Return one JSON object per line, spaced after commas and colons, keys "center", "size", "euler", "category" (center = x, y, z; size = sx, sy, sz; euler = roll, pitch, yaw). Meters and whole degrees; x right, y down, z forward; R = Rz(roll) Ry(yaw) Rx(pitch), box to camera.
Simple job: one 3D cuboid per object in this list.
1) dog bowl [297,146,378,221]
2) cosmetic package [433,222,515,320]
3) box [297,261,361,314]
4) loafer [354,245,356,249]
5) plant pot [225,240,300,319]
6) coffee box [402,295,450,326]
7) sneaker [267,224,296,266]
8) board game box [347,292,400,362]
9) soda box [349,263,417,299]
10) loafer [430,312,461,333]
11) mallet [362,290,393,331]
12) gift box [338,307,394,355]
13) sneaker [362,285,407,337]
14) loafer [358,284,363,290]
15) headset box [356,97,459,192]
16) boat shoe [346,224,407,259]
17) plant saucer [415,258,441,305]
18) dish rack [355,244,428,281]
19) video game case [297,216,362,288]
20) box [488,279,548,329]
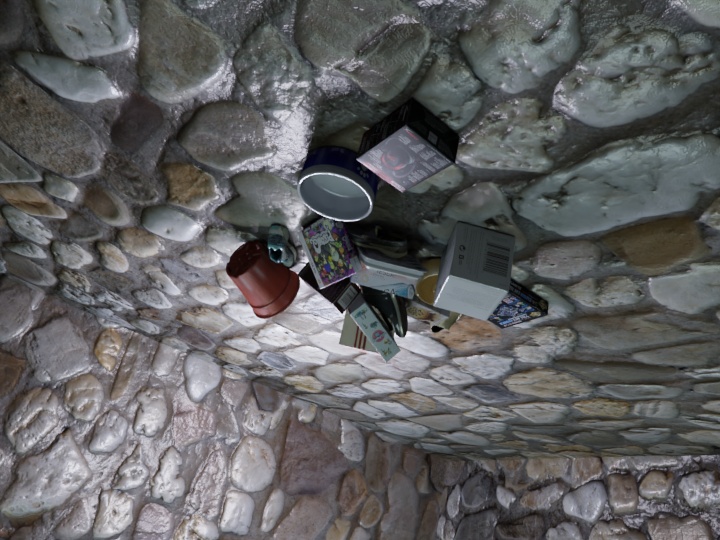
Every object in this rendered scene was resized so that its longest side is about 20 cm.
{"center": [-0.055, -0.212, 1.454], "size": [0.194, 0.081, 0.201], "euler": [12, 153, 6], "category": "dog bowl"}
{"center": [0.304, 0.006, 1.582], "size": [0.161, 0.168, 0.201], "euler": [15, 152, 1], "category": "cosmetic package"}
{"center": [-0.099, 0.037, 1.831], "size": [0.199, 0.101, 0.075], "euler": [34, 170, 42], "category": "box"}
{"center": [-0.091, -0.064, 1.761], "size": [0.196, 0.074, 0.072], "euler": [-9, 146, 40], "category": "loafer"}
{"center": [-0.331, 0.020, 1.936], "size": [0.196, 0.204, 0.196], "euler": [-4, 140, 33], "category": "plant pot"}
{"center": [0.187, 0.100, 1.915], "size": [0.196, 0.082, 0.113], "euler": [24, 152, -16], "category": "coffee box"}
{"center": [-0.258, -0.057, 1.847], "size": [0.075, 0.088, 0.201], "euler": [9, 152, 13], "category": "sneaker"}
{"center": [0.036, 0.170, 1.840], "size": [0.201, 0.064, 0.148], "euler": [52, -176, -18], "category": "board game box"}
{"center": [0.066, 0.022, 1.717], "size": [0.195, 0.070, 0.064], "euler": [16, -173, -7], "category": "soda box"}
{"center": [0.295, 0.163, 1.993], "size": [0.074, 0.069, 0.201], "euler": [18, 153, -7], "category": "loafer"}
{"center": [0.055, 0.113, 1.925], "size": [0.040, 0.203, 0.066], "euler": [-27, 163, -6], "category": "mallet"}
{"center": [0.037, 0.190, 2.042], "size": [0.179, 0.192, 0.200], "euler": [10, 169, 14], "category": "gift box"}
{"center": [0.079, 0.116, 1.817], "size": [0.104, 0.205, 0.075], "euler": [-12, -171, 23], "category": "sneaker"}
{"center": [0.000, 0.000, 1.843], "size": [0.068, 0.076, 0.200], "euler": [-38, 121, 14], "category": "loafer"}
{"center": [0.095, -0.263, 1.281], "size": [0.147, 0.077, 0.198], "euler": [30, 150, -26], "category": "headset box"}
{"center": [0.045, -0.096, 1.644], "size": [0.197, 0.072, 0.067], "euler": [22, 125, 16], "category": "boat shoe"}
{"center": [0.241, 0.048, 1.777], "size": [0.194, 0.036, 0.203], "euler": [5, 137, 5], "category": "plant saucer"}
{"center": [0.080, -0.022, 1.655], "size": [0.195, 0.045, 0.172], "euler": [14, -165, -15], "category": "dish rack"}
{"center": [-0.091, -0.057, 1.693], "size": [0.198, 0.035, 0.185], "euler": [-22, 91, 52], "category": "video game case"}
{"center": [0.447, 0.104, 1.822], "size": [0.195, 0.051, 0.199], "euler": [27, 150, -24], "category": "box"}
